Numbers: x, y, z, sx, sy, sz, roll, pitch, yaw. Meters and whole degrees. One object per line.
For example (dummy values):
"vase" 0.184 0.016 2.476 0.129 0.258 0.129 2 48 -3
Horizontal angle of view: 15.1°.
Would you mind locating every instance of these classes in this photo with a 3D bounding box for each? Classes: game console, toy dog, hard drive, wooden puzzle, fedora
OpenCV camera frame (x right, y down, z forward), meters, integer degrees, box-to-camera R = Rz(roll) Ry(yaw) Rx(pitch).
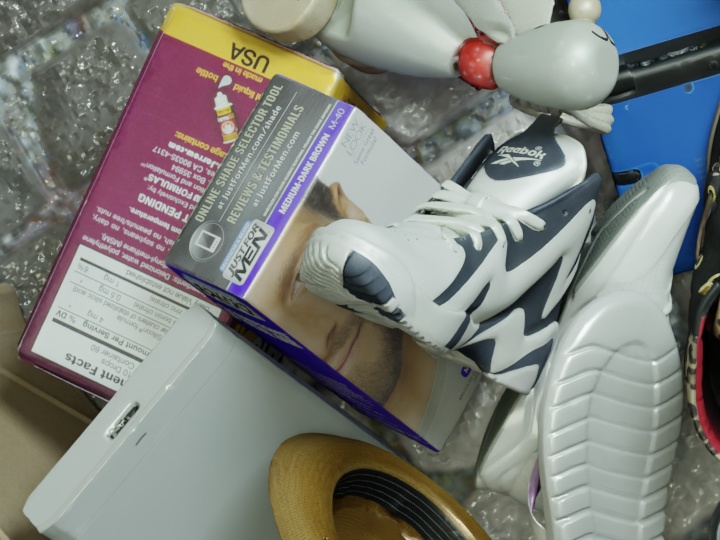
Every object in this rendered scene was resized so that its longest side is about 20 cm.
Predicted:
"game console" 0.219 -0.115 1.433 0.199 0.118 0.172 -15 111 9
"toy dog" 0.043 -0.141 1.341 0.199 0.132 0.097 16 90 14
"hard drive" -0.067 0.110 1.369 0.132 0.200 0.026 -50 51 1
"wooden puzzle" -0.177 0.100 1.399 0.037 0.185 0.200 -41 78 21
"fedora" 0.009 0.171 1.326 0.082 0.200 0.201 -46 77 21

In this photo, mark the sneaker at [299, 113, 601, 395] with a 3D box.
"sneaker" 0.052 -0.025 1.295 0.079 0.199 0.130 22 86 38

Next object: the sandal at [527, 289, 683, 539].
"sandal" 0.115 0.110 1.357 0.082 0.050 0.204 -1 97 -30

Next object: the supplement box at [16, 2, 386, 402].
"supplement box" -0.080 -0.020 1.419 0.103 0.131 0.201 24 88 13

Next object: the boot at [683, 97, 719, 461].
"boot" 0.197 -0.007 1.327 0.073 0.151 0.201 13 104 4

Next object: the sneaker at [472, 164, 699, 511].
"sneaker" 0.133 0.039 1.398 0.080 0.070 0.201 26 109 -1

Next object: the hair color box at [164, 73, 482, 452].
"hair color box" 0.000 0.000 1.359 0.065 0.200 0.110 24 80 40

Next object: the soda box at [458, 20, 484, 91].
"soda box" 0.086 -0.195 1.391 0.063 0.070 0.201 33 126 11

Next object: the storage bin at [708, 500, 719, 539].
"storage bin" 0.269 0.094 1.338 0.145 0.134 0.201 32 90 13
